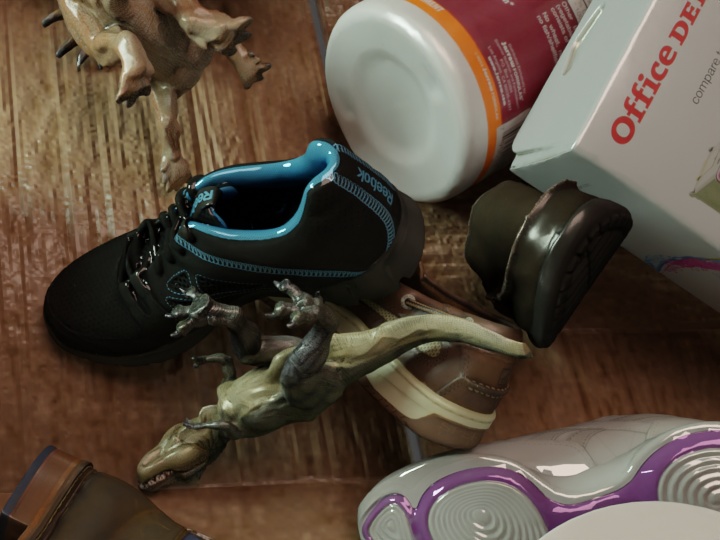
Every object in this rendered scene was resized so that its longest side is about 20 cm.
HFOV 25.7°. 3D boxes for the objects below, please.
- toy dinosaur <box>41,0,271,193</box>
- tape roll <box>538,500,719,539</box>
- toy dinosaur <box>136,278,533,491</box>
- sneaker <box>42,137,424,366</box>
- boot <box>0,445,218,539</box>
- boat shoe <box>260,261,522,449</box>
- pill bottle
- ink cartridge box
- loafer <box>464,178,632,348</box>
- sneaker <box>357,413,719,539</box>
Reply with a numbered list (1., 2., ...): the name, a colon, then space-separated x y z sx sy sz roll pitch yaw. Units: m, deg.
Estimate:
1. toy dinosaur: -0.121 -0.134 0.820 0.086 0.200 0.136 -40 70 -4
2. tape roll: 0.117 0.217 0.653 0.200 0.140 0.205 8 55 -12
3. toy dinosaur: -0.031 0.040 0.705 0.088 0.198 0.048 48 30 -39
4. sneaker: -0.073 -0.014 0.736 0.198 0.082 0.074 -18 55 21
5. boot: -0.126 0.168 0.651 0.096 0.075 0.201 21 50 1
6. boat shoe: 0.004 0.001 0.779 0.202 0.075 0.074 39 17 31
7. pill bottle: 0.087 -0.130 0.894 0.199 0.115 0.114 -32 70 -33
8. ink cartridge box: 0.198 -0.065 0.810 0.199 0.085 0.146 32 79 -13
9. loafer: 0.080 -0.007 0.777 0.071 0.200 0.073 36 84 6
10. sneaker: 0.097 0.114 0.771 0.197 0.100 0.076 -8 92 -1
